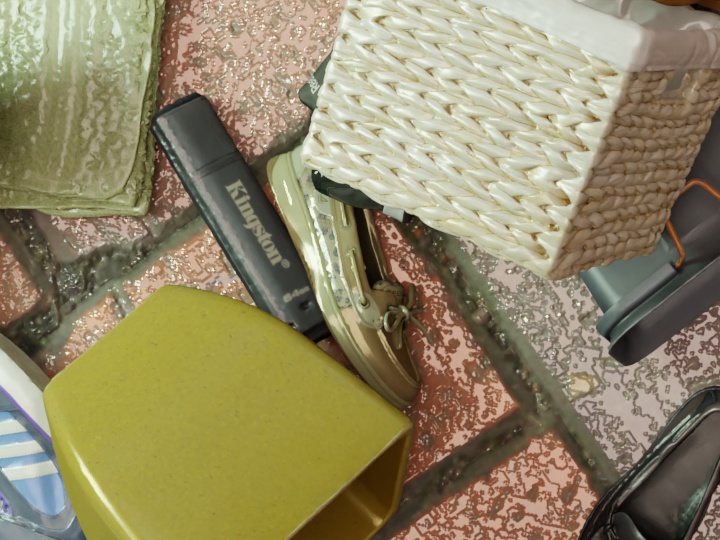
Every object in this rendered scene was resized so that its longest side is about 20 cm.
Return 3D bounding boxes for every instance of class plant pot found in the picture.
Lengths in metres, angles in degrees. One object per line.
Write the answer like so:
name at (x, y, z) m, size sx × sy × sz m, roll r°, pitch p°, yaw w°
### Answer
plant pot at (-0.106, 0.129, 1.456) m, size 0.200 × 0.194 × 0.195 m, roll 43°, pitch 70°, yaw 15°

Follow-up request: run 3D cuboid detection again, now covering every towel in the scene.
towel at (-0.214, -0.139, 1.575) m, size 0.147 × 0.036 × 0.202 m, roll 4°, pitch 91°, yaw 11°

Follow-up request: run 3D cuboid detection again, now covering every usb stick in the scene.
usb stick at (-0.083, -0.035, 1.544) m, size 0.033 × 0.055 × 0.201 m, roll -37°, pitch 82°, yaw 47°

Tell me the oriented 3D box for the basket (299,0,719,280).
basket at (0.101, -0.107, 1.323) m, size 0.199 × 0.198 × 0.162 m, roll 24°, pitch 106°, yaw 23°

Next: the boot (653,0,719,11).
boot at (0.141, -0.230, 1.326) m, size 0.071 × 0.144 × 0.201 m, roll -48°, pitch 71°, yaw 16°

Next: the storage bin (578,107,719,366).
storage bin at (0.209, -0.053, 1.456) m, size 0.200 × 0.145 × 0.135 m, roll -39°, pitch 73°, yaw 7°

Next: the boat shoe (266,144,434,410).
boat shoe at (0.000, 0.000, 1.517) m, size 0.062 × 0.073 × 0.201 m, roll -27°, pitch 84°, yaw 11°

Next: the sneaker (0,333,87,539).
sneaker at (-0.264, 0.148, 1.555) m, size 0.146 × 0.081 × 0.200 m, roll -43°, pitch 89°, yaw 1°

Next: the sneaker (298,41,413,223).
sneaker at (0.004, -0.135, 1.469) m, size 0.090 × 0.066 × 0.201 m, roll 6°, pitch 102°, yaw 1°

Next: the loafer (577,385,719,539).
loafer at (0.199, 0.166, 1.485) m, size 0.072 × 0.063 × 0.201 m, roll 33°, pitch 95°, yaw 9°

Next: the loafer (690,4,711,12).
loafer at (0.162, -0.140, 1.440) m, size 0.200 × 0.070 × 0.068 m, roll -41°, pitch 80°, yaw 19°
